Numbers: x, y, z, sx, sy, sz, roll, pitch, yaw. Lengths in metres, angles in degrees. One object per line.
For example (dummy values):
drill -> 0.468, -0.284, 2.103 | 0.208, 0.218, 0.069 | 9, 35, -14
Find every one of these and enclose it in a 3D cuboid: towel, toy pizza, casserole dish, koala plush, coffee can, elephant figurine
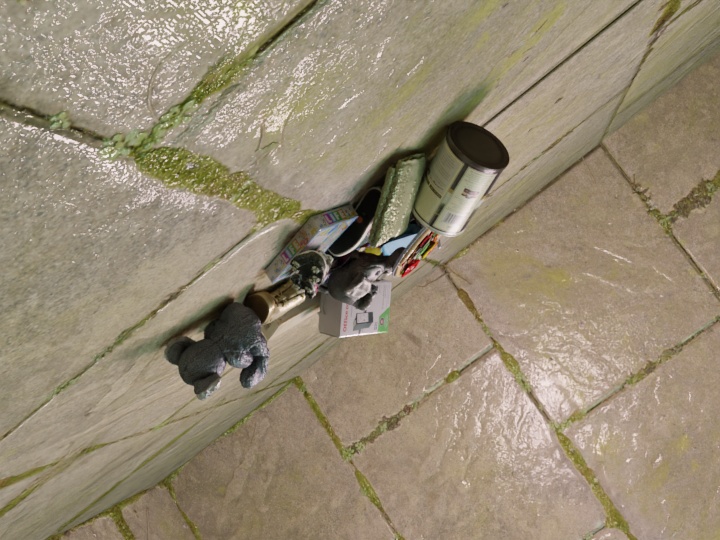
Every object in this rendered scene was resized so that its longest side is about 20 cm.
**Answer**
towel -> 0.080, -0.150, 1.511 | 0.148, 0.036, 0.203 | -30, 144, -55
toy pizza -> 0.147, -0.054, 1.680 | 0.200, 0.032, 0.201 | -46, 168, -12
casserole dish -> 0.107, -0.065, 1.796 | 0.119, 0.039, 0.200 | -17, 159, 2
koala plush -> -0.316, 0.181, 1.567 | 0.198, 0.178, 0.185 | -29, 157, -34
coffee can -> 0.210, -0.196, 1.549 | 0.145, 0.147, 0.201 | -27, 156, -43
elephant figurine -> 0.000, 0.000, 1.742 | 0.155, 0.141, 0.201 | -48, 173, -28

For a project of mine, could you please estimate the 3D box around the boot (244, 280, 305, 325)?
boot -> -0.198, 0.071, 1.703 | 0.154, 0.073, 0.200 | -31, 171, -27

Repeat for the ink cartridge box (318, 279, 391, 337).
ink cartridge box -> -0.013, 0.099, 1.938 | 0.083, 0.149, 0.198 | 9, -172, 42

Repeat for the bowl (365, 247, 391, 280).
bowl -> 0.051, -0.041, 1.958 | 0.199, 0.108, 0.200 | -36, 171, -7

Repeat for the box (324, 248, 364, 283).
box -> -0.077, -0.012, 1.816 | 0.198, 0.033, 0.122 | -25, 158, -39

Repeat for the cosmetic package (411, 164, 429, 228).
cosmetic package -> 0.189, -0.175, 1.739 | 0.150, 0.052, 0.200 | -35, 144, 2

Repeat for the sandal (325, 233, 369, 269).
sandal -> -0.048, -0.046, 1.666 | 0.198, 0.048, 0.075 | -32, 141, 8

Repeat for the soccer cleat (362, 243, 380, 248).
soccer cleat -> 0.042, -0.095, 1.785 | 0.076, 0.068, 0.199 | -28, 171, 30

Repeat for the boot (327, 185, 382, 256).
boot -> 0.017, -0.113, 1.611 | 0.200, 0.073, 0.144 | -45, 169, 26

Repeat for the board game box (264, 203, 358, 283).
board game box -> -0.106, -0.057, 1.532 | 0.134, 0.034, 0.200 | -25, 165, -50

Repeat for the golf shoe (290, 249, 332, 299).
golf shoe -> -0.099, -0.013, 1.505 | 0.089, 0.077, 0.200 | -53, 179, -19

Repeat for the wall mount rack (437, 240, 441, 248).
wall mount rack -> 0.199, -0.132, 1.971 | 0.175, 0.074, 0.199 | -57, -167, -27

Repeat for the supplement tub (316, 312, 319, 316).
supplement tub -> -0.033, 0.075, 2.095 | 0.145, 0.146, 0.199 | -41, 170, 31

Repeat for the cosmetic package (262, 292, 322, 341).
cosmetic package -> -0.176, 0.098, 1.915 | 0.198, 0.074, 0.104 | -29, 168, -36

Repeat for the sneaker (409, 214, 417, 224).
sneaker -> 0.143, -0.145, 1.857 | 0.198, 0.083, 0.075 | -29, 169, -36
